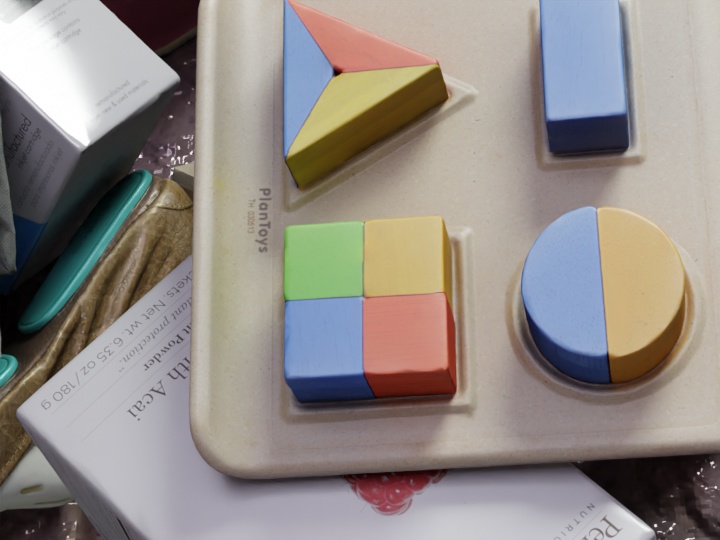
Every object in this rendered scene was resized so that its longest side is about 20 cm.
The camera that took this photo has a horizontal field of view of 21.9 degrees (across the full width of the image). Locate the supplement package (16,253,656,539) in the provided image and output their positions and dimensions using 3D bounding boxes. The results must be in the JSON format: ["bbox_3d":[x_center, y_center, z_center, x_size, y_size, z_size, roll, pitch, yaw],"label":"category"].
[{"bbox_3d":[-0.004,0.095,0.673,0.121,0.120,0.200,-43,61,-16],"label":"supplement package"}]

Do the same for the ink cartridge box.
[{"bbox_3d":[-0.184,-0.101,0.779,0.200,0.116,0.068,43,49,4],"label":"ink cartridge box"}]

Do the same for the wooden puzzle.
[{"bbox_3d":[0.042,-0.028,0.626,0.200,0.046,0.185,-2,68,4],"label":"wooden puzzle"}]

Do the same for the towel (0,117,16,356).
[{"bbox_3d":[-0.231,-0.052,0.723,0.200,0.035,0.193,-1,96,13],"label":"towel"}]

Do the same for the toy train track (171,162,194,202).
[{"bbox_3d":[0.000,0.000,0.774,0.200,0.033,0.115,24,27,32],"label":"toy train track"}]

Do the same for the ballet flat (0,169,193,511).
[{"bbox_3d":[-0.126,0.049,0.759,0.200,0.072,0.068,-51,20,-23],"label":"ballet flat"}]

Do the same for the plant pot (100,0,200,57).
[{"bbox_3d":[-0.137,-0.194,0.845,0.200,0.200,0.179,-34,75,-9],"label":"plant pot"}]
